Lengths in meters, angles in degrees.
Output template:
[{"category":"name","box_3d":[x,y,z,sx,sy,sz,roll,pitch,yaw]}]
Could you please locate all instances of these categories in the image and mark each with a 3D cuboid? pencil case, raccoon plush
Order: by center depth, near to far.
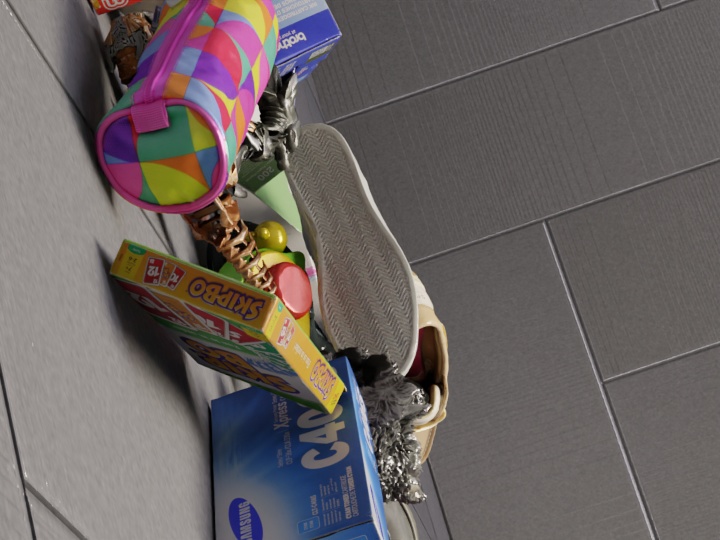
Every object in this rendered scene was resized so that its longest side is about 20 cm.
[{"category":"pencil case","box_3d":[-0.102,-0.115,1.262,0.200,0.088,0.089,-80,154,-57]},{"category":"raccoon plush","box_3d":[-0.025,0.145,1.396,0.096,0.200,0.135,23,-43,28]}]

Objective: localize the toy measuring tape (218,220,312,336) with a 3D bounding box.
[{"category":"toy measuring tape","box_3d":[-0.071,0.056,1.449,0.074,0.073,0.201,65,24,-65]}]

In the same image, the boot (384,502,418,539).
[{"category":"boot","box_3d":[-0.002,0.193,1.708,0.200,0.072,0.183,-127,-168,-87]}]

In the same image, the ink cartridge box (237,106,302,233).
[{"category":"ink cartridge box","box_3d":[-0.084,-0.117,1.618,0.200,0.048,0.146,35,28,-40]}]

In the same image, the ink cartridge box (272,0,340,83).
[{"category":"ink cartridge box","box_3d":[-0.092,-0.226,1.755,0.201,0.076,0.136,62,-19,3]}]

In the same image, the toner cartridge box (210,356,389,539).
[{"category":"toner cartridge box","box_3d":[-0.038,0.127,1.239,0.200,0.094,0.043,-103,172,-65]}]

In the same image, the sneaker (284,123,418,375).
[{"category":"sneaker","box_3d":[0.000,0.000,1.529,0.116,0.073,0.201,67,6,-73]}]

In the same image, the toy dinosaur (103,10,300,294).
[{"category":"toy dinosaur","box_3d":[-0.110,-0.078,1.394,0.136,0.101,0.202,-34,122,-62]}]

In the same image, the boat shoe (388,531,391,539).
[{"category":"boat shoe","box_3d":[-0.018,0.191,1.494,0.200,0.062,0.073,53,21,-76]}]

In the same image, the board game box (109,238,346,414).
[{"category":"board game box","box_3d":[-0.071,0.038,1.192,0.030,0.095,0.200,-67,163,-10]}]

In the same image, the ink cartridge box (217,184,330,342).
[{"category":"ink cartridge box","box_3d":[-0.057,0.025,1.724,0.117,0.067,0.201,47,25,-81]}]

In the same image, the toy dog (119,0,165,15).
[{"category":"toy dog","box_3d":[-0.105,-0.242,1.496,0.140,0.193,0.201,93,18,-58]}]

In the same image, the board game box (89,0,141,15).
[{"category":"board game box","box_3d":[-0.104,-0.272,1.398,0.046,0.199,0.152,68,6,-56]}]

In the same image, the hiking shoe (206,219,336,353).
[{"category":"hiking shoe","box_3d":[-0.071,0.041,1.567,0.087,0.074,0.201,23,-32,52]}]

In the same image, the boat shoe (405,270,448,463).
[{"category":"boat shoe","box_3d":[0.034,0.094,1.618,0.069,0.073,0.201,54,-22,43]}]
